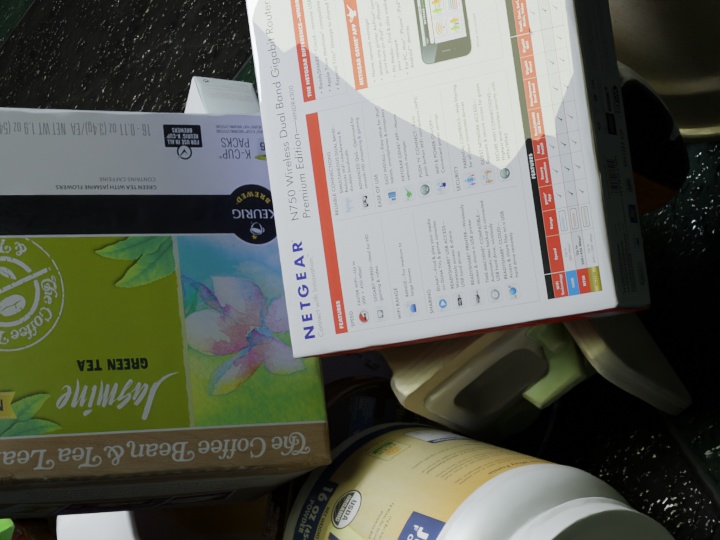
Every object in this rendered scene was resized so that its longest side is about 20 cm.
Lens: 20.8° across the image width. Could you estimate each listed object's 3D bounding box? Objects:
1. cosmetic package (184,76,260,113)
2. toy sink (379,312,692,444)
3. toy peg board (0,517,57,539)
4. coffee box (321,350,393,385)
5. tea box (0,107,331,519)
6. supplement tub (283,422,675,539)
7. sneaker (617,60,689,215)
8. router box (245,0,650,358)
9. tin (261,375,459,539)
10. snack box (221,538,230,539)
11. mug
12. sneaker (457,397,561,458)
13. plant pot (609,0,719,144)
[{"bbox_3d":[-0.107,-0.014,1.416,0.151,0.051,0.201,-109,29,-53],"label":"cosmetic package"},{"bbox_3d":[0.068,0.017,1.065,0.112,0.130,0.201,-39,62,14],"label":"toy sink"},{"bbox_3d":[-0.225,0.177,1.345,0.098,0.198,0.201,41,116,42],"label":"toy peg board"},{"bbox_3d":[0.000,0.000,1.219,0.080,0.112,0.201,-50,18,40],"label":"coffee box"},{"bbox_3d":[-0.137,0.025,1.050,0.134,0.198,0.199,146,119,-63],"label":"tea box"},{"bbox_3d":[0.063,0.163,1.013,0.199,0.144,0.145,10,73,57],"label":"supplement tub"},{"bbox_3d":[0.101,-0.113,1.069,0.076,0.200,0.092,-44,17,22],"label":"sneaker"},{"bbox_3d":[0.040,-0.068,0.972,0.178,0.049,0.202,-9,86,27],"label":"router box"},{"bbox_3d":[-0.002,0.160,1.117,0.042,0.111,0.202,-169,88,-66],"label":"tin"},{"bbox_3d":[-0.056,0.130,1.325,0.201,0.024,0.072,-55,32,9],"label":"snack box"},{"bbox_3d":[-0.105,0.154,1.261,0.153,0.185,0.151,-25,81,52],"label":"mug"},{"bbox_3d":[0.096,0.032,1.163,0.071,0.072,0.202,2,76,25],"label":"sneaker"},{"bbox_3d":[0.170,-0.203,1.061,0.199,0.183,0.202,-15,56,23],"label":"plant pot"}]
